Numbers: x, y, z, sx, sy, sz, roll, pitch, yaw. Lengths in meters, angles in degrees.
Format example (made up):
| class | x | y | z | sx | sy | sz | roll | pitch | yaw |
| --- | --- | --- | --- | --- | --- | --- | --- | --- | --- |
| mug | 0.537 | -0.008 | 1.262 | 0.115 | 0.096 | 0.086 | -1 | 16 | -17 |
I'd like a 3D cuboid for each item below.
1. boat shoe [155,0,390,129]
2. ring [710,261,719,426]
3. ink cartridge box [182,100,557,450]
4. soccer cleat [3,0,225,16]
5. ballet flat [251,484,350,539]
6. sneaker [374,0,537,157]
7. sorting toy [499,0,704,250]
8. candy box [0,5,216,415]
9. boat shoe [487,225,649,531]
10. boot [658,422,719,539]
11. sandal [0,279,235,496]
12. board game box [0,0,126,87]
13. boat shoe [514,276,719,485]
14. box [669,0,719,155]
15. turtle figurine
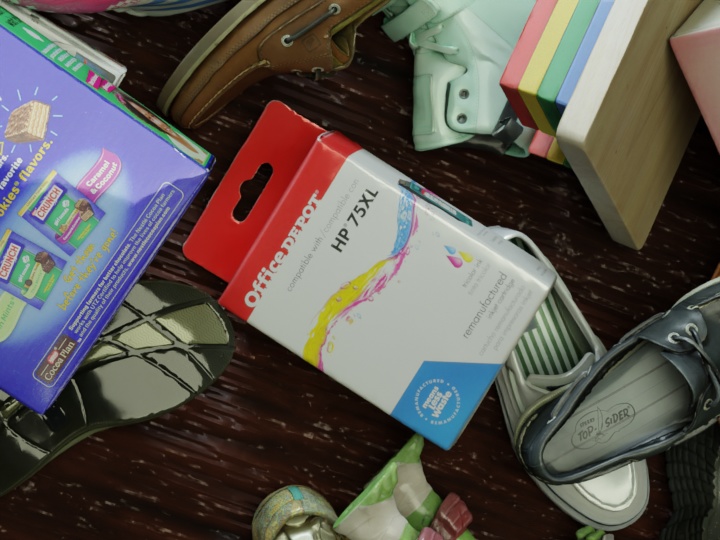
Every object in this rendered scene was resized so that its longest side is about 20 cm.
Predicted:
| class | x | y | z | sx | sy | sz | roll | pitch | yaw |
| --- | --- | --- | --- | --- | --- | --- | --- | --- | --- |
| boat shoe | -0.034 | -0.140 | 1.671 | 0.068 | 0.072 | 0.200 | 47 | 114 | -1 |
| ring | 0.288 | 0.060 | 1.750 | 0.200 | 0.019 | 0.201 | 11 | 68 | -30 |
| ink cartridge box | 0.000 | 0.000 | 1.677 | 0.200 | 0.067 | 0.116 | 32 | 100 | 3 |
| soccer cleat | -0.140 | -0.171 | 1.666 | 0.199 | 0.086 | 0.070 | -5 | 72 | -25 |
| ballet flat | -0.018 | 0.224 | 1.695 | 0.070 | 0.071 | 0.201 | -14 | 91 | -12 |
| sneaker | 0.032 | -0.138 | 1.716 | 0.200 | 0.074 | 0.119 | 22 | 77 | -13 |
| sorting toy | 0.157 | -0.140 | 1.697 | 0.069 | 0.199 | 0.200 | 21 | 80 | 20 |
| candy box | -0.208 | -0.048 | 1.601 | 0.200 | 0.077 | 0.169 | 35 | 95 | -6 |
| boat shoe | 0.115 | 0.067 | 1.730 | 0.073 | 0.067 | 0.200 | -31 | 94 | -11 |
| boot | 0.253 | 0.137 | 1.767 | 0.130 | 0.068 | 0.201 | 17 | 77 | -26 |
| sandal | -0.168 | 0.066 | 1.680 | 0.201 | 0.057 | 0.080 | -27 | 92 | 4 |
| board game box | -0.238 | -0.063 | 1.656 | 0.126 | 0.035 | 0.200 | 32 | 95 | -9 |
| boat shoe | 0.177 | 0.063 | 1.661 | 0.199 | 0.066 | 0.075 | -26 | 95 | 7 |
| box | 0.286 | -0.083 | 1.672 | 0.109 | 0.128 | 0.200 | -45 | 114 | -48 |
| turtle figurine | 0.095 | 0.170 | 1.679 | 0.194 | 0.200 | 0.144 | 44 | 56 | 0 |
